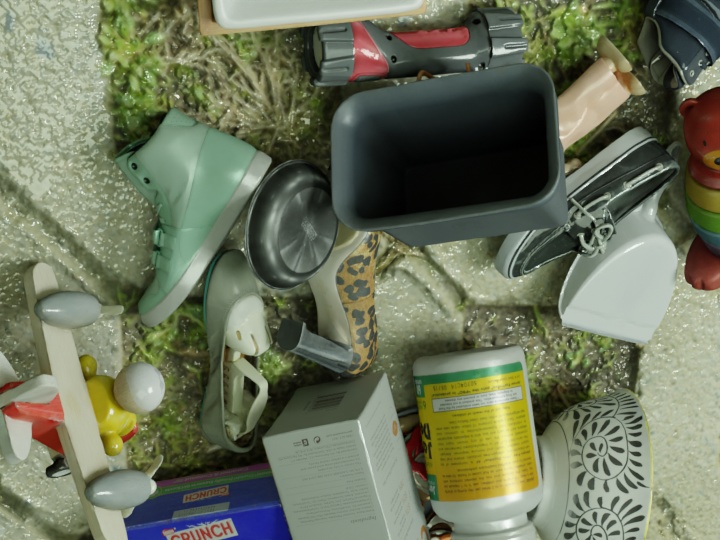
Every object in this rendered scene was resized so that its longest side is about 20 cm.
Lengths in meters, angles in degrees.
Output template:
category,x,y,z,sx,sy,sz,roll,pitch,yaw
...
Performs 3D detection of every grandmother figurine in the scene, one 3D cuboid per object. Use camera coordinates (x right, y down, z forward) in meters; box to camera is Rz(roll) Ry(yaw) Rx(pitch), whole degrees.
category,x,y,z,sx,sy,sz,roll,pitch,yaw
grandmother figurine,0.174,-0.124,1.300,0.200,0.061,0.121,-40,126,5

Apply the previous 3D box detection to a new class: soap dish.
category,x,y,z,sx,sy,sz,roll,pitch,yaw
soap dish,-0.044,-0.285,1.137,0.198,0.081,0.159,-8,115,-15

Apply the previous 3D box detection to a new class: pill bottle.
category,x,y,z,sx,sy,sz,roll,pitch,yaw
pill bottle,0.117,0.179,1.342,0.112,0.113,0.202,-8,89,-15

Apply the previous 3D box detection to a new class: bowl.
category,x,y,z,sx,sy,sz,roll,pitch,yaw
bowl,0.217,0.215,1.397,0.093,0.201,0.203,7,111,-8

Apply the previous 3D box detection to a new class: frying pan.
category,x,y,z,sx,sy,sz,roll,pitch,yaw
frying pan,-0.032,-0.054,1.221,0.190,0.031,0.116,-34,127,-39

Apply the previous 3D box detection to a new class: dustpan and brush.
category,x,y,z,sx,sy,sz,roll,pitch,yaw
dustpan and brush,0.281,-0.032,1.386,0.139,0.057,0.201,13,115,-35

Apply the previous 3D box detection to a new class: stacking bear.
category,x,y,z,sx,sy,sz,roll,pitch,yaw
stacking bear,0.360,-0.088,1.328,0.120,0.114,0.201,1,138,28

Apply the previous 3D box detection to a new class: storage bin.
category,x,y,z,sx,sy,sz,roll,pitch,yaw
storage bin,0.089,-0.094,1.206,0.198,0.147,0.134,-8,162,19

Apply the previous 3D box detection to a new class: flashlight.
category,x,y,z,sx,sy,sz,roll,pitch,yaw
flashlight,0.048,-0.203,1.219,0.198,0.068,0.068,-9,131,-19

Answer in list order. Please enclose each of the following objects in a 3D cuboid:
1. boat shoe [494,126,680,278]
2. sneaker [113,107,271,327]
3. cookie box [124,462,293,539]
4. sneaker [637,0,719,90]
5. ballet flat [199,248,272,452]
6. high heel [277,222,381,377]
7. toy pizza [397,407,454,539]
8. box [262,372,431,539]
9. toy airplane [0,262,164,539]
category,x,y,z,sx,sy,sz,roll,pitch,yaw
boat shoe,0.220,-0.050,1.331,0.199,0.068,0.074,-38,153,-5
sneaker,-0.173,-0.051,1.214,0.118,0.074,0.201,32,115,-5
cookie box,-0.123,0.296,1.344,0.169,0.075,0.202,-10,117,10
sneaker,0.353,-0.212,1.300,0.202,0.077,0.147,35,88,-19
ballet flat,-0.109,0.078,1.283,0.067,0.063,0.202,-24,129,-48
high heel,0.000,0.000,1.310,0.142,0.071,0.202,27,85,-56
toy pizza,0.073,0.239,1.406,0.198,0.032,0.203,-1,94,-14
box,-0.007,0.217,1.303,0.096,0.124,0.202,-12,103,16
toy airplane,-0.239,0.112,1.182,0.140,0.200,0.201,-19,117,2
